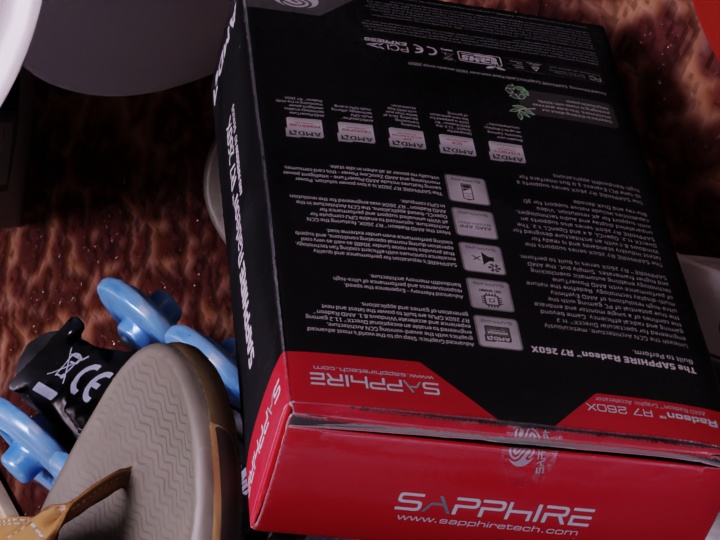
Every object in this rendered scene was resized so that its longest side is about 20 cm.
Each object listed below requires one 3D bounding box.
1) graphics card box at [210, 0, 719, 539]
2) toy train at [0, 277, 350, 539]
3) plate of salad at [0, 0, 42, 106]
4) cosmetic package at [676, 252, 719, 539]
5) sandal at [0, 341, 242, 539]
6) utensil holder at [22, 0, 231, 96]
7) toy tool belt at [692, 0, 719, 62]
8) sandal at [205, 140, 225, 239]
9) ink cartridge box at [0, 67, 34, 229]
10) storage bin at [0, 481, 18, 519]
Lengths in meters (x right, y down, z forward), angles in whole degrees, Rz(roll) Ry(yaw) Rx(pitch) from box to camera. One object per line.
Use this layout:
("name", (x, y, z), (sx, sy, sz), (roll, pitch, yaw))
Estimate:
("graphics card box", (0.025, -0.006, 0.655), (0.201, 0.124, 0.051), (-100, 21, -48))
("toy train", (-0.048, 0.078, 0.779), (0.087, 0.115, 0.199), (-47, 36, -15))
("plate of salad", (-0.192, -0.105, 0.737), (0.198, 0.048, 0.202), (0, 89, 11))
("cosmetic package", (0.106, 0.103, 0.667), (0.082, 0.050, 0.202), (22, 101, 45))
("sandal", (-0.100, 0.106, 0.623), (0.200, 0.054, 0.082), (-51, 46, 15))
("utensil holder", (-0.102, -0.187, 0.826), (0.170, 0.169, 0.201), (-51, 56, 29))
("toy tool belt", (0.182, -0.030, 0.578), (0.122, 0.125, 0.201), (-26, 62, -6))
("sandal", (0.000, 0.000, 0.771), (0.200, 0.054, 0.082), (42, 115, 39))
("ink cartridge box", (-0.208, -0.062, 0.867), (0.200, 0.146, 0.087), (-128, 45, -87))
("storage bin", (-0.206, 0.197, 0.945), (0.201, 0.093, 0.199), (-54, 53, 26))
